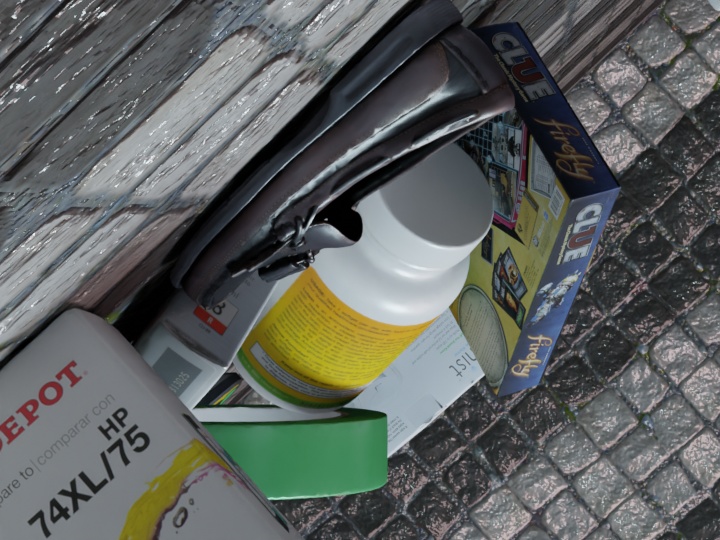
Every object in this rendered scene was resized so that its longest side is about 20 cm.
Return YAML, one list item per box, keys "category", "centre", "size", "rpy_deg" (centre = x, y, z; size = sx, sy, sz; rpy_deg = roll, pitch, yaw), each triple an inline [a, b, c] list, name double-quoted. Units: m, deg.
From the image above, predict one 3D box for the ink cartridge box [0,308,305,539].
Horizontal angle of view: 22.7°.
- category: "ink cartridge box"
  centre: [-0.106, 0.141, 0.793]
  size: [0.147, 0.200, 0.146]
  rpy_deg: [-43, 176, -4]

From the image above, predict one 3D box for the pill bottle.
- category: "pill bottle"
  centre: [0.000, 0.000, 1.122]
  size: [0.111, 0.111, 0.200]
  rpy_deg: [-41, 176, -41]

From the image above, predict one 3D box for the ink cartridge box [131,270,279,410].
- category: "ink cartridge box"
  centre: [-0.078, 0.004, 0.998]
  size: [0.162, 0.050, 0.200]
  rpy_deg: [-47, -166, 52]

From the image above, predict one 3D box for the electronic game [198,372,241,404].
- category: "electronic game"
  centre: [-0.198, 0.175, 1.834]
  size: [0.200, 0.042, 0.200]
  rpy_deg: [-43, 178, -2]

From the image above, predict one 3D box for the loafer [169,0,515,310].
- category: "loafer"
  centre: [-0.011, -0.039, 0.834]
  size: [0.200, 0.063, 0.072]
  rpy_deg: [-44, 177, 27]

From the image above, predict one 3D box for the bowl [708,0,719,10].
- category: "bowl"
  centre: [0.230, -0.228, 0.820]
  size: [0.200, 0.075, 0.200]
  rpy_deg: [-42, 176, -22]

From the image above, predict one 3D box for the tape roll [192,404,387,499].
- category: "tape roll"
  centre: [-0.081, 0.118, 1.184]
  size: [0.199, 0.048, 0.200]
  rpy_deg: [1, 179, 0]

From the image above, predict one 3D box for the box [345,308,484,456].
- category: "box"
  centre: [0.025, 0.040, 1.500]
  size: [0.200, 0.177, 0.097]
  rpy_deg: [-46, 176, 42]

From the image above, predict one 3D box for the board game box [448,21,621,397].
- category: "board game box"
  centre: [0.090, -0.034, 1.099]
  size: [0.034, 0.136, 0.200]
  rpy_deg: [-15, 148, -21]
